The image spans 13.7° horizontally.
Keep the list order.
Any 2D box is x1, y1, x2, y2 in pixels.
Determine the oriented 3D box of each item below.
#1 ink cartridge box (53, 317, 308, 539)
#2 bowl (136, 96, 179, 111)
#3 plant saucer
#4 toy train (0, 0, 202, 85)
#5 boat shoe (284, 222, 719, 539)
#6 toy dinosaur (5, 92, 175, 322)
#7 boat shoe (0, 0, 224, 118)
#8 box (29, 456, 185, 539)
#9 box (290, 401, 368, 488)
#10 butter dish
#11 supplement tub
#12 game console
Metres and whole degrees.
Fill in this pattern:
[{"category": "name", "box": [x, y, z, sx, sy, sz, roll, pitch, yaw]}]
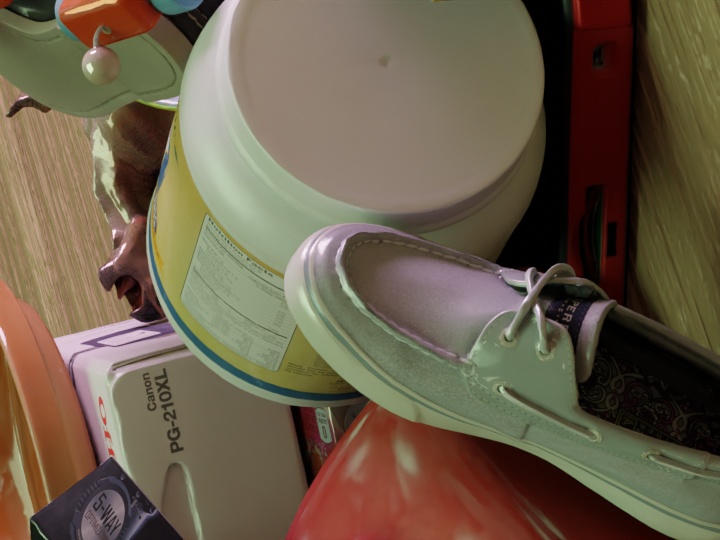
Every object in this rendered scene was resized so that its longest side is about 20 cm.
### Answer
[{"category": "ink cartridge box", "box": [-0.089, 0.100, 1.418, 0.200, 0.084, 0.145, -176, 73, -73]}, {"category": "bowl", "box": [-0.047, -0.172, 1.355, 0.200, 0.108, 0.201, 1, 93, 33]}, {"category": "plant saucer", "box": [-0.153, 0.100, 1.425, 0.200, 0.032, 0.201, 166, 90, -73]}, {"category": "toy train", "box": [-0.131, -0.140, 1.226, 0.200, 0.150, 0.056, -7, 139, 46]}, {"category": "boat shoe", "box": [0.072, 0.029, 1.073, 0.072, 0.200, 0.070, -52, 14, 53]}, {"category": "toy dinosaur", "box": [-0.084, -0.084, 1.474, 0.135, 0.200, 0.086, 38, 179, -8]}, {"category": "boat shoe", "box": [-0.113, -0.112, 1.294, 0.073, 0.063, 0.200, 44, 161, -26]}, {"category": "box", "box": [-0.070, 0.184, 1.234, 0.160, 0.043, 0.200, 47, 159, 18]}, {"category": "box", "box": [0.008, 0.085, 1.411, 0.200, 0.099, 0.096, -168, 65, -71]}, {"category": "butter dish", "box": [0.035, 0.125, 1.159, 0.200, 0.148, 0.200, 51, 123, 35]}, {"category": "supplement tub", "box": [-0.007, -0.041, 1.202, 0.200, 0.144, 0.145, 114, 140, -66]}, {"category": "game console", "box": [0.068, -0.080, 1.240, 0.177, 0.031, 0.201, -120, 25, -54]}]
